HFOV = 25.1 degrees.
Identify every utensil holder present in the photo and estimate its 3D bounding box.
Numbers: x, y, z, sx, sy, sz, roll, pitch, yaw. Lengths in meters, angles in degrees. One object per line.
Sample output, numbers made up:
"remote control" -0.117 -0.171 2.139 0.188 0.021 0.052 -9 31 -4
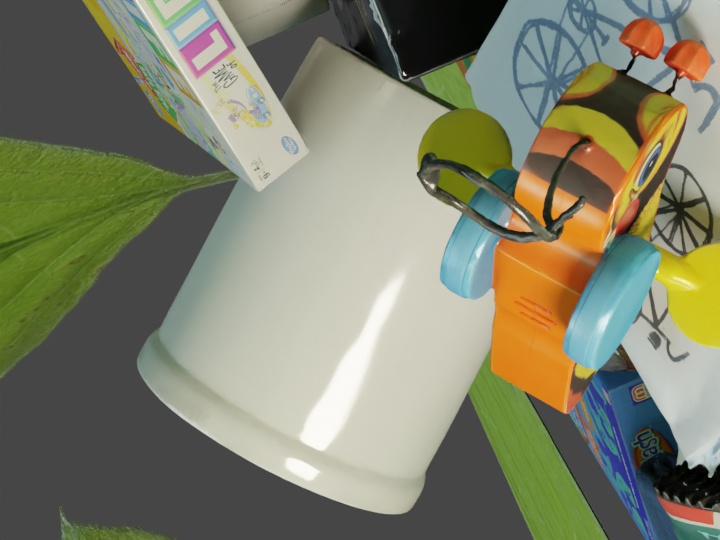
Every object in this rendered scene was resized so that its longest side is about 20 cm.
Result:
"utensil holder" 0.000 0.000 0.863 0.169 0.201 0.170 28 -172 -4

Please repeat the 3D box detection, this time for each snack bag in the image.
"snack bag" 0.117 -0.042 0.585 0.201 0.021 0.189 61 155 16

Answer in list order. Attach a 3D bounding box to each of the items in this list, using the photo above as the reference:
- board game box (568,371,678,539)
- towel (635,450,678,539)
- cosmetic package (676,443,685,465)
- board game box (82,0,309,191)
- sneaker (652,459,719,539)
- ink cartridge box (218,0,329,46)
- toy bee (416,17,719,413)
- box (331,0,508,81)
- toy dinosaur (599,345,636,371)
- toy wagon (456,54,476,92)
"board game box" 0.172 0.081 1.113 0.200 0.045 0.153 -114 2 -60
"towel" 0.228 0.207 0.972 0.112 0.048 0.201 -130 17 -83
"cosmetic package" 0.210 0.150 0.742 0.151 0.051 0.201 68 179 -63
"board game box" -0.111 -0.142 0.783 0.134 0.034 0.200 37 163 55
"sneaker" 0.185 0.126 0.595 0.094 0.070 0.200 68 164 -15
"ink cartridge box" -0.090 -0.225 0.827 0.200 0.082 0.147 72 175 -63
"toy bee" 0.086 -0.022 0.549 0.131 0.109 0.200 35 167 -2
"box" 0.022 -0.213 0.795 0.200 0.117 0.198 -122 11 -75
"toy dinosaur" 0.144 0.042 0.930 0.200 0.105 0.181 53 -168 26
"toy wagon" 0.074 -0.169 1.048 0.200 0.039 0.156 -127 15 -82
